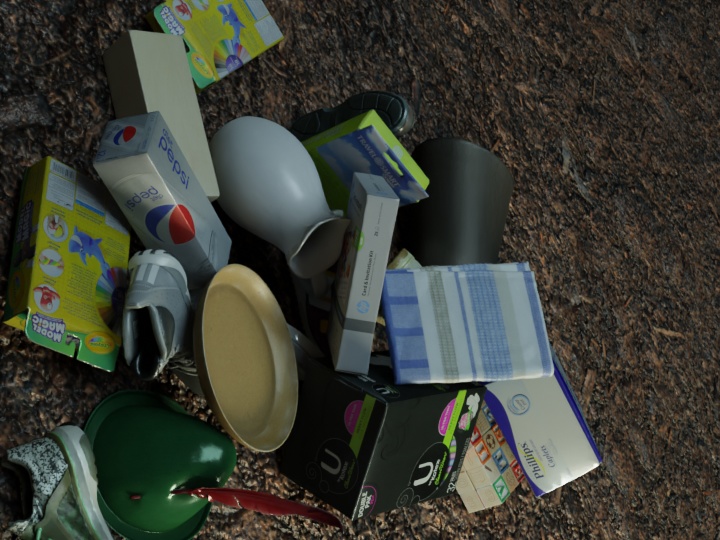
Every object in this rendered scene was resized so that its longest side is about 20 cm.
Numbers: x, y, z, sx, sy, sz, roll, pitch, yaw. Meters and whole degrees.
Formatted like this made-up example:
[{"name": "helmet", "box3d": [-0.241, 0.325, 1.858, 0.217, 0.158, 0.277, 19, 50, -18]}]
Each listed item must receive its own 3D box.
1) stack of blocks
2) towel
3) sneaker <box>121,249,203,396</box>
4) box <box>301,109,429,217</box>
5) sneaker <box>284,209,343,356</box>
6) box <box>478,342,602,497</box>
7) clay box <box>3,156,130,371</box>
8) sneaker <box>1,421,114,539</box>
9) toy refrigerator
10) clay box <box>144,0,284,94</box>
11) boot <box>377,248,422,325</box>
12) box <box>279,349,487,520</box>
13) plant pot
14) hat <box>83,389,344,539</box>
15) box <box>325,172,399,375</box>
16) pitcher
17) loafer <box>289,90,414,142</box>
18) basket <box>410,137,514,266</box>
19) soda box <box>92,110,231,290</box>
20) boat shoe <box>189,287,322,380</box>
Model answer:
[{"name": "stack of blocks", "box3d": [0.134, 0.217, 1.669, 0.115, 0.058, 0.201, -33, 97, -53]}, {"name": "towel", "box3d": [0.121, 0.061, 1.440, 0.199, 0.024, 0.148, -2, 65, -17]}, {"name": "sneaker", "box3d": [-0.199, 0.086, 1.282, 0.116, 0.075, 0.201, -79, 154, -48]}, {"name": "box", "box3d": [-0.008, -0.123, 1.560, 0.122, 0.199, 0.048, 49, 51, -21]}, {"name": "sneaker", "box3d": [-0.029, 0.024, 1.548, 0.075, 0.090, 0.201, -14, 82, -53]}, {"name": "box", "box3d": [0.233, 0.169, 1.700, 0.185, 0.104, 0.200, 61, 9, -18]}, {"name": "clay box", "box3d": [-0.294, -0.001, 1.263, 0.115, 0.047, 0.201, 29, 51, -42]}, {"name": "sneaker", "box3d": [-0.283, 0.244, 1.152, 0.088, 0.077, 0.201, -7, 71, -38]}, {"name": "toy refrigerator", "box3d": [-0.230, -0.166, 1.427, 0.076, 0.070, 0.201, -3, 73, -44]}, {"name": "clay box", "box3d": [-0.187, -0.300, 1.567, 0.115, 0.047, 0.200, 58, 39, -10]}, {"name": "boot", "box3d": [0.084, 0.063, 1.553, 0.154, 0.200, 0.072, 41, 74, 8]}, {"name": "box", "box3d": [0.028, 0.185, 1.456, 0.199, 0.124, 0.150, 0, 111, -51]}, {"name": "plant pot", "box3d": [-0.124, 0.094, 1.323, 0.200, 0.027, 0.201, 48, 35, -50]}, {"name": "hat", "box3d": [-0.149, 0.181, 1.245, 0.199, 0.175, 0.167, 24, 54, -42]}, {"name": "box", "box3d": [0.000, 0.000, 1.422, 0.041, 0.156, 0.201, 10, 102, -8]}, {"name": "pitcher", "box3d": [-0.097, -0.072, 1.485, 0.121, 0.172, 0.200, -28, 61, -22]}, {"name": "loafer", "box3d": [-0.003, -0.182, 1.604, 0.063, 0.199, 0.072, 26, 67, -45]}, {"name": "basket", "box3d": [0.135, -0.057, 1.762, 0.180, 0.135, 0.201, 38, 48, -39]}, {"name": "soda box", "box3d": [-0.204, -0.068, 1.319, 0.069, 0.063, 0.201, -83, 157, -43]}, {"name": "boat shoe", "box3d": [-0.125, 0.080, 1.425, 0.200, 0.072, 0.069, 42, 58, -33]}]
